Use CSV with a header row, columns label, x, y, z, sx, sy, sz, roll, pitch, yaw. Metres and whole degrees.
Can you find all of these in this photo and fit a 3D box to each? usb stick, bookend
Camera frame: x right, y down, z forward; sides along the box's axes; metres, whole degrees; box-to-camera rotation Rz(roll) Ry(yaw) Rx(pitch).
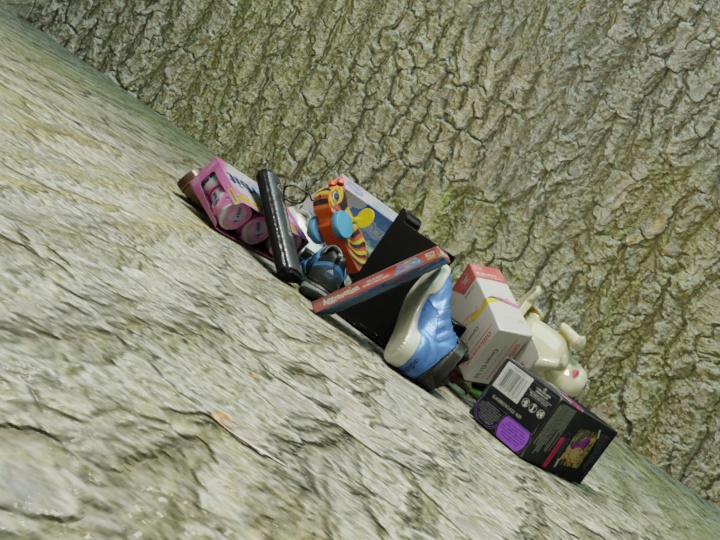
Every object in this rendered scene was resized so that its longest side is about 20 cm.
label,x,y,z,sx,sy,sz,roll,pitch,yaw
usb stick,-0.128,-0.071,1.603,0.055,0.033,0.201,35,34,-54
bookend,0.098,0.042,1.614,0.198,0.200,0.092,35,4,20

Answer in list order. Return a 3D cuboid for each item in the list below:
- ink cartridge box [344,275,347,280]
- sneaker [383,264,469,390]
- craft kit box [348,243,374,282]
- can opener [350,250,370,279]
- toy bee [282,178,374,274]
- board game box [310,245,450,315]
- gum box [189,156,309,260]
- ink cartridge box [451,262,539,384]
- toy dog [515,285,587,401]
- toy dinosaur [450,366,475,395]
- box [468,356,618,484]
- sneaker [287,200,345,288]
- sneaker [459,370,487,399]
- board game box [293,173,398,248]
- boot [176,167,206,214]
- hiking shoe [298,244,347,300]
label,x,y,z,sx,sy,sz,roll,pitch,yaw
ink cartridge box,-0.115,-0.049,1.920,0.200,0.068,0.115,32,4,-46
sneaker,0.115,0.088,1.504,0.111,0.077,0.200,40,46,-15
craft kit box,0.041,0.026,2.026,0.200,0.049,0.198,40,-11,32
can opener,0.000,0.000,1.764,0.200,0.053,0.067,52,-22,32
toy bee,-0.037,-0.096,1.681,0.130,0.109,0.200,8,-42,19
board game box,0.032,0.017,1.479,0.103,0.199,0.020,17,49,-78
gum box,-0.185,-0.097,1.680,0.200,0.066,0.114,31,20,-52
ink cartridge box,0.201,0.099,1.624,0.067,0.117,0.200,12,35,-27
toy dog,0.313,0.165,1.801,0.200,0.194,0.140,45,43,0
toy dinosaur,0.128,0.133,1.698,0.135,0.086,0.200,21,27,-31
box,0.278,0.228,1.532,0.122,0.106,0.200,38,4,42
sneaker,-0.098,-0.020,1.786,0.200,0.088,0.074,57,-19,19
sneaker,0.226,0.189,1.770,0.077,0.084,0.200,33,4,-35
board game box,-0.050,-0.086,2.041,0.200,0.199,0.044,32,34,-45
boot,-0.256,-0.126,1.790,0.076,0.074,0.200,54,10,7
hiking shoe,-0.055,0.001,1.640,0.074,0.087,0.200,34,3,-14
